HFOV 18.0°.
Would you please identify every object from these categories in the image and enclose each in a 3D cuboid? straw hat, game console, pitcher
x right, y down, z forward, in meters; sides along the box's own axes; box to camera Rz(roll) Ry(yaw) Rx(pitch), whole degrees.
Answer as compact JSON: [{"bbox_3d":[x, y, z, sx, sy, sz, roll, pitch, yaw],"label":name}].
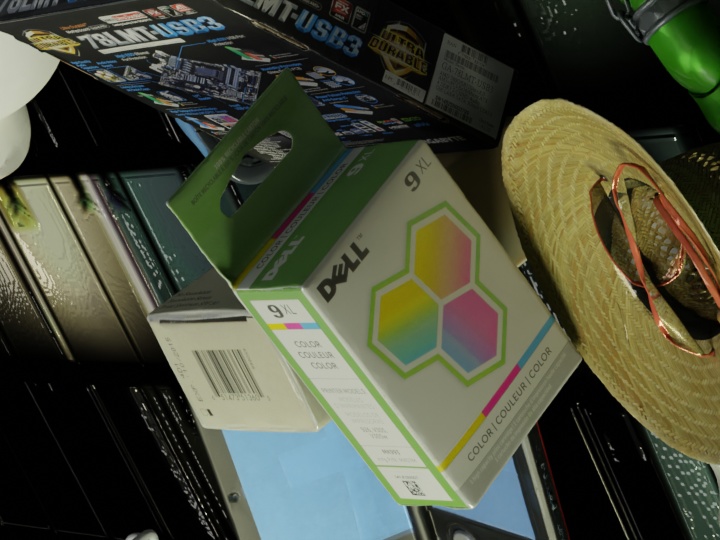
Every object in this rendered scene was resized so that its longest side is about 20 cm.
[{"bbox_3d":[0.155,-0.014,1.043,0.201,0.085,0.201,51,161,25],"label":"straw hat"},{"bbox_3d":[0.014,0.121,1.343,0.172,0.119,0.201,13,131,43],"label":"game console"},{"bbox_3d":[-0.256,-0.164,1.413,0.172,0.121,0.200,61,159,13],"label":"pitcher"}]

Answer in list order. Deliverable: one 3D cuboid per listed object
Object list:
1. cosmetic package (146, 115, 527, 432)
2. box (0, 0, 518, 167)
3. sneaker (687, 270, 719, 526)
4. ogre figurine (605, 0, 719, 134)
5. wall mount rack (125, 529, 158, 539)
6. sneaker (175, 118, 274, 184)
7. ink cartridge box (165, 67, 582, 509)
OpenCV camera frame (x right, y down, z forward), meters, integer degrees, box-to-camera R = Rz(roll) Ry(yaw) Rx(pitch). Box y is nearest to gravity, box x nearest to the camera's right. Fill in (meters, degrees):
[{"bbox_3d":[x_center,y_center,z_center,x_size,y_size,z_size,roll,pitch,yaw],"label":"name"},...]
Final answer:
[{"bbox_3d":[0.000,0.000,1.173,0.105,0.200,0.071,-5,117,50],"label":"cosmetic package"},{"bbox_3d":[-0.057,-0.112,1.154,0.198,0.050,0.200,26,164,-34],"label":"box"},{"bbox_3d":[0.204,0.068,1.130,0.088,0.076,0.200,-29,90,27],"label":"sneaker"},{"bbox_3d":[0.198,-0.111,0.938,0.199,0.098,0.120,-20,93,23],"label":"ogre figurine"},{"bbox_3d":[-0.122,0.289,1.696,0.200,0.075,0.174,26,139,34],"label":"wall mount rack"},{"bbox_3d":[-0.107,-0.139,1.301,0.200,0.066,0.078,59,158,-10],"label":"sneaker"},{"bbox_3d":[0.010,0.008,1.077,0.059,0.104,0.200,-5,129,51],"label":"ink cartridge box"}]
